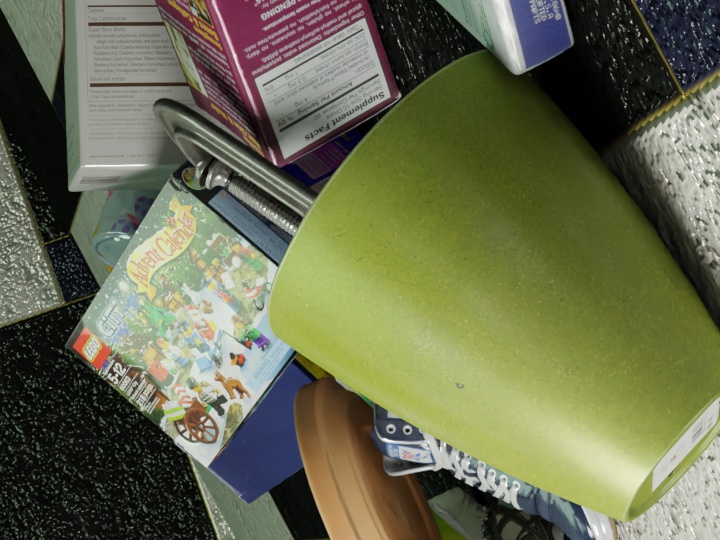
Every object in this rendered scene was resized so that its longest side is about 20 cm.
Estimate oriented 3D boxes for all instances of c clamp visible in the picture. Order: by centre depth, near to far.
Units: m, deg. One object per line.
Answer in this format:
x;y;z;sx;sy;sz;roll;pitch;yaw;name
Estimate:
-0.049;-0.037;1.478;0.199;0.027;0.171;36;172;11;c clamp

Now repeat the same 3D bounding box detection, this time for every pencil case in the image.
-0.139;-0.089;1.762;0.083;0.201;0.091;14;157;7;pencil case

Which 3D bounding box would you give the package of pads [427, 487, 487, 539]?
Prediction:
0.115;0.274;1.796;0.200;0.068;0.155;38;152;61;package of pads

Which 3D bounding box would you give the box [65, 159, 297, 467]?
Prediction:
-0.109;0.030;1.599;0.136;0.038;0.200;39;133;3;box

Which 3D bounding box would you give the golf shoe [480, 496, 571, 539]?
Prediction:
0.127;0.195;1.569;0.200;0.094;0.078;-58;-42;-74;golf shoe

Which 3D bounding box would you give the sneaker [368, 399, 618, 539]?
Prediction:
0.078;0.124;1.518;0.200;0.108;0.070;55;167;31;sneaker

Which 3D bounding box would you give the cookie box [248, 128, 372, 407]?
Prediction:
0.000;0.000;1.654;0.171;0.075;0.201;42;157;57;cookie box

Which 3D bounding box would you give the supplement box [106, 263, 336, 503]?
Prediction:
-0.101;0.057;1.780;0.109;0.109;0.201;46;-167;-46;supplement box

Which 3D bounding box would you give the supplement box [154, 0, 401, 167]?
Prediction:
-0.070;-0.187;1.460;0.131;0.103;0.201;39;154;53;supplement box

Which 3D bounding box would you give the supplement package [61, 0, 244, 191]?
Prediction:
-0.148;-0.163;1.635;0.121;0.119;0.202;150;118;-77;supplement package

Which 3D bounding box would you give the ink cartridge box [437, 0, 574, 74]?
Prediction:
0.025;-0.222;1.139;0.200;0.043;0.197;52;166;49;ink cartridge box

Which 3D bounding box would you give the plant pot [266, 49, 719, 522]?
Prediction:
0.088;0.024;1.157;0.200;0.187;0.187;41;161;18;plant pot

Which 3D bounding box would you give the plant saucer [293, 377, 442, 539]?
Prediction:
0.015;0.163;1.570;0.201;0.032;0.201;59;-167;-22;plant saucer
